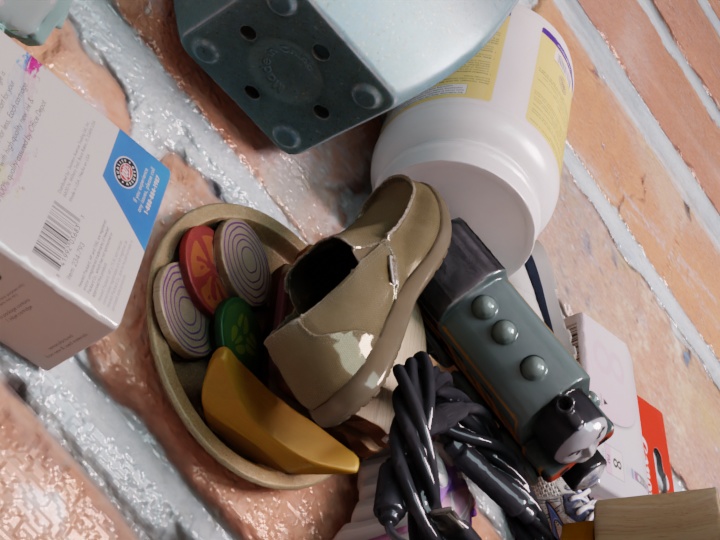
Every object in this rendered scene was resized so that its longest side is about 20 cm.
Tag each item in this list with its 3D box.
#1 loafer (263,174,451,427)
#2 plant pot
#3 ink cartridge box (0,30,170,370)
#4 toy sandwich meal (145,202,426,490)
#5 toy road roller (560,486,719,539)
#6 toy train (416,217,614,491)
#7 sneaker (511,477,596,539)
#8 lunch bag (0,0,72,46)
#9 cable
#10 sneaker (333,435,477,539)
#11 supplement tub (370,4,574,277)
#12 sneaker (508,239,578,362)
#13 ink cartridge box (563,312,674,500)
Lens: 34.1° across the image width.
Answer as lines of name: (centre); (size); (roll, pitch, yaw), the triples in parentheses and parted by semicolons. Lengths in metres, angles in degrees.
loafer: (0.000, 0.000, 0.692); (0.067, 0.076, 0.201); (43, 36, -19)
plant pot: (-0.018, -0.199, 0.815); (0.196, 0.194, 0.201); (45, 50, -24)
ink cartridge box: (-0.200, -0.056, 0.588); (0.200, 0.067, 0.117); (40, 41, -30)
toy sandwich meal: (-0.042, 0.042, 0.726); (0.204, 0.070, 0.208); (30, 48, -39)
toy road roller: (0.196, 0.248, 0.709); (0.146, 0.121, 0.203); (-62, 139, -66)
toy train: (0.095, 0.058, 0.796); (0.201, 0.085, 0.114); (54, -7, 26)
sneaker: (0.165, 0.196, 0.883); (0.077, 0.085, 0.203); (14, 58, -47)
lunch bag: (-0.221, -0.239, 0.630); (0.169, 0.121, 0.203); (27, 58, -43)
cable: (0.065, 0.143, 0.698); (0.200, 0.050, 0.165); (46, 26, -40)
sneaker: (0.028, 0.181, 0.730); (0.089, 0.080, 0.201); (58, 34, -21)
supplement tub: (0.087, -0.100, 0.912); (0.145, 0.144, 0.201); (44, 40, -25)
sneaker: (0.120, 0.070, 0.895); (0.077, 0.079, 0.202); (90, -10, -52)
ink cartridge box: (0.241, 0.151, 1.036); (0.199, 0.057, 0.164); (29, 47, -33)
